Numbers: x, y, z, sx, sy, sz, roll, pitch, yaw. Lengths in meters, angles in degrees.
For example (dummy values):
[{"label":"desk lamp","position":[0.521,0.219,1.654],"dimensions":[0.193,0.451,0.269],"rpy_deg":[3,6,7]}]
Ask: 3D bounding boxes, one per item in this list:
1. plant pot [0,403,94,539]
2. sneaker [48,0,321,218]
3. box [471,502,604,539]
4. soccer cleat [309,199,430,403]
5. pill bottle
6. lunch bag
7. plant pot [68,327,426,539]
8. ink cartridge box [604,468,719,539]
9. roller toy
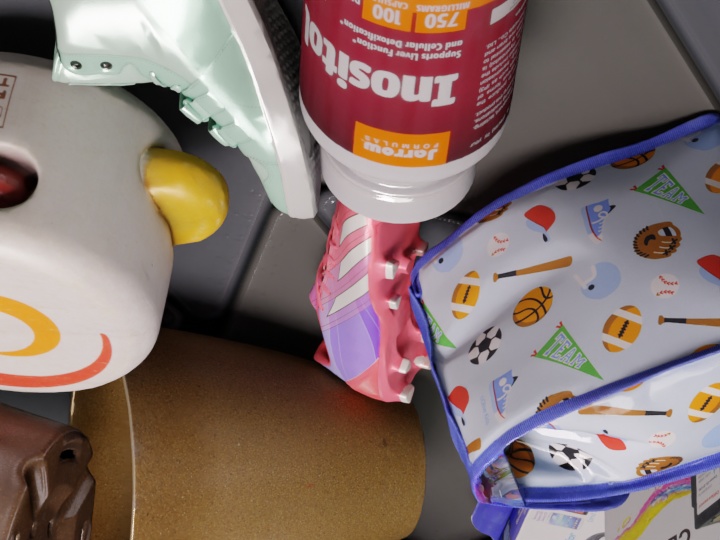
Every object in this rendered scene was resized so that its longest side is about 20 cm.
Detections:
[{"label":"plant pot","position":[-0.271,0.141,1.421],"dimensions":[0.198,0.200,0.200],"rpy_deg":[12,143,12]},{"label":"sneaker","position":[-0.095,-0.103,1.291],"dimensions":[0.118,0.074,0.201],"rpy_deg":[-15,124,13]},{"label":"box","position":[0.178,0.175,1.642],"dimensions":[0.200,0.042,0.119],"rpy_deg":[10,131,-11]},{"label":"soccer cleat","position":[0.000,0.000,1.437],"dimensions":[0.076,0.067,0.200],"rpy_deg":[18,141,21]},{"label":"pill bottle","position":[0.026,-0.119,1.241],"dimensions":[0.113,0.113,0.200],"rpy_deg":[4,141,0]},{"label":"lunch bag","position":[0.136,0.033,1.349],"dimensions":[0.200,0.170,0.124],"rpy_deg":[-19,136,2]},{"label":"plant pot","position":[-0.068,0.125,1.524],"dimensions":[0.200,0.187,0.186],"rpy_deg":[1,144,-19]},{"label":"ink cartridge box","position":[0.223,0.143,1.483],"dimensions":[0.083,0.200,0.146],"rpy_deg":[27,136,-26]},{"label":"roller toy","position":[-0.190,-0.030,1.348],"dimensions":[0.182,0.140,0.200],"rpy_deg":[27,147,-29]}]
